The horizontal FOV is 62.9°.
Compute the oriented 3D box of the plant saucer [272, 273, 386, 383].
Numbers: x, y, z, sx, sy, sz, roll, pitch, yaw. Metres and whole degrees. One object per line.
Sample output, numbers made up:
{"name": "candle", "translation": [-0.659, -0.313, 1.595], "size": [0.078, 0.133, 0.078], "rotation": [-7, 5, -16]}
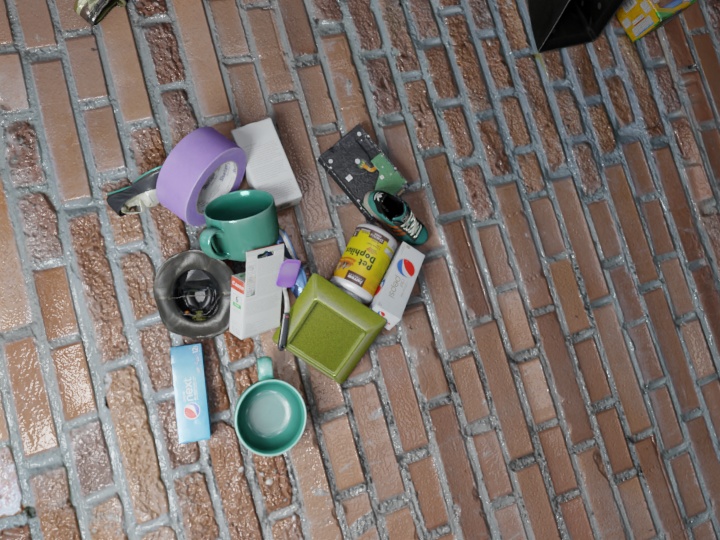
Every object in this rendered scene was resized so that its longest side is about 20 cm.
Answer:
{"name": "plant saucer", "translation": [-0.075, 0.143, 1.313], "size": [0.198, 0.048, 0.201], "rotation": [33, 110, -5]}

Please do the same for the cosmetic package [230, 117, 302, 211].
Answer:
{"name": "cosmetic package", "translation": [-0.221, -0.240, 1.380], "size": [0.100, 0.071, 0.202], "rotation": [-21, 87, -15]}

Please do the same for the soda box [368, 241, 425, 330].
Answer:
{"name": "soda box", "translation": [0.084, 0.034, 1.376], "size": [0.068, 0.064, 0.201], "rotation": [30, 55, -8]}

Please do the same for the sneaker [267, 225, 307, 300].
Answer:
{"name": "sneaker", "translation": [-0.176, 0.000, 1.355], "size": [0.081, 0.074, 0.202], "rotation": [-24, 79, -16]}

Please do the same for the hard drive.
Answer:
{"name": "hard drive", "translation": [0.009, -0.240, 1.450], "size": [0.140, 0.038, 0.200], "rotation": [-42, 91, -15]}

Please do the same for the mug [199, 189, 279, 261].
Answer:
{"name": "mug", "translation": [-0.266, -0.086, 1.270], "size": [0.183, 0.152, 0.116], "rotation": [-20, 125, -20]}

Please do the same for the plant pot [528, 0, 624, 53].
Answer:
{"name": "plant pot", "translation": [0.565, -0.738, 1.584], "size": [0.197, 0.200, 0.180], "rotation": [-16, 72, -14]}

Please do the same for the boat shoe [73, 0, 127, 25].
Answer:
{"name": "boat shoe", "translation": [-0.570, -0.644, 1.371], "size": [0.200, 0.073, 0.065], "rotation": [-46, 104, -12]}

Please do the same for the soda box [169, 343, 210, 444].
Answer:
{"name": "soda box", "translation": [-0.366, 0.263, 1.272], "size": [0.067, 0.064, 0.203], "rotation": [-6, 82, -13]}

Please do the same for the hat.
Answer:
{"name": "hat", "translation": [-0.354, 0.045, 1.295], "size": [0.197, 0.081, 0.204], "rotation": [-2, 107, -7]}

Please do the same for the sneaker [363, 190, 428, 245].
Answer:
{"name": "sneaker", "translation": [0.098, -0.120, 1.407], "size": [0.199, 0.080, 0.072], "rotation": [34, 82, -27]}

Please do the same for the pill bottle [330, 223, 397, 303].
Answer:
{"name": "pill bottle", "translation": [0.000, 0.000, 1.372], "size": [0.108, 0.109, 0.202], "rotation": [27, 76, -7]}

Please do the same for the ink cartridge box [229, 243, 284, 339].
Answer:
{"name": "ink cartridge box", "translation": [-0.224, 0.039, 1.276], "size": [0.108, 0.050, 0.203], "rotation": [-17, 121, -46]}

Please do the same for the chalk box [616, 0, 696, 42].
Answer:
{"name": "chalk box", "translation": [0.852, -0.767, 1.678], "size": [0.198, 0.124, 0.125], "rotation": [-30, 88, -14]}

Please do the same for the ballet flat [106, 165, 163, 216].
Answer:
{"name": "ballet flat", "translation": [-0.470, -0.164, 1.271], "size": [0.073, 0.198, 0.074], "rotation": [33, 49, -47]}

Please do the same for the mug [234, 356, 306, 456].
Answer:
{"name": "mug", "translation": [-0.190, 0.298, 1.273], "size": [0.151, 0.114, 0.187], "rotation": [27, 76, -7]}

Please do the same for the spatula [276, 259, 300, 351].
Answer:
{"name": "spatula", "translation": [-0.164, 0.076, 1.291], "size": [0.056, 0.020, 0.203], "rotation": [5, 90, -47]}

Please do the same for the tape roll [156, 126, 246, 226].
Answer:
{"name": "tape roll", "translation": [-0.341, -0.201, 1.274], "size": [0.084, 0.200, 0.201], "rotation": [34, 75, 9]}
